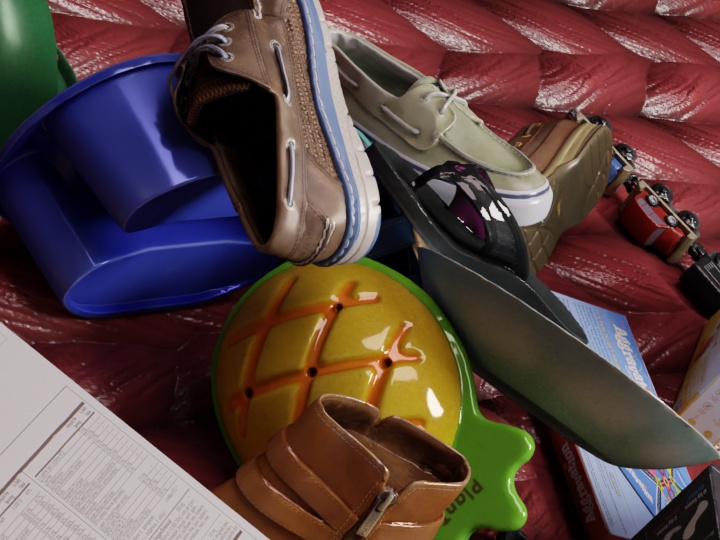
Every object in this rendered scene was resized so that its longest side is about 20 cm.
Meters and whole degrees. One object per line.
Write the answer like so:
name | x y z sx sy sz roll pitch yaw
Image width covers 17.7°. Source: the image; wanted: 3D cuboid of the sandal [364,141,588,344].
sandal | 0.072 -0.023 1.318 0.200 0.048 0.075 39 14 -39

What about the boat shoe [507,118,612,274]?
boat shoe | 0.098 -0.044 1.527 0.067 0.072 0.200 16 33 25

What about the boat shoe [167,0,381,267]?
boat shoe | -0.055 -0.095 1.173 0.072 0.072 0.201 -3 60 -45

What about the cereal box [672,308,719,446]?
cereal box | 0.286 0.014 1.508 0.039 0.200 0.144 38 32 -2

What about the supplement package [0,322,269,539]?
supplement package | -0.171 0.135 0.957 0.200 0.152 0.151 39 32 0

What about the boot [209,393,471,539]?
boot | -0.059 0.114 1.089 0.199 0.155 0.074 15 40 -33

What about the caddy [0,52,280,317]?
caddy | -0.107 -0.056 1.261 0.199 0.141 0.105 -6 59 -48

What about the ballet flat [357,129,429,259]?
ballet flat | 0.019 -0.005 1.404 0.072 0.068 0.200 -27 69 -33

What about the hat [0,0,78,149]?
hat | -0.200 -0.183 1.285 0.200 0.176 0.166 43 33 6

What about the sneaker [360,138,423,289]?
sneaker | 0.000 0.000 1.327 0.074 0.082 0.201 -19 66 -17

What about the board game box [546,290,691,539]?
board game box | 0.154 0.096 1.438 0.103 0.019 0.201 18 40 -35

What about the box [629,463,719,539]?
box | 0.237 0.220 1.277 0.199 0.132 0.115 26 37 -21

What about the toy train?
toy train | 0.208 -0.037 1.650 0.046 0.034 0.200 -29 72 -42

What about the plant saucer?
plant saucer | 0.103 0.059 1.262 0.201 0.039 0.201 36 -4 3

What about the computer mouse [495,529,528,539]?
computer mouse | 0.071 0.201 1.234 0.059 0.034 0.200 47 24 -12

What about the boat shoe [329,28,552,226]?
boat shoe | 0.037 -0.090 1.453 0.199 0.062 0.072 28 31 28

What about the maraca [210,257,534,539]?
maraca | 0.004 0.078 1.220 0.200 0.137 0.107 47 7 22
